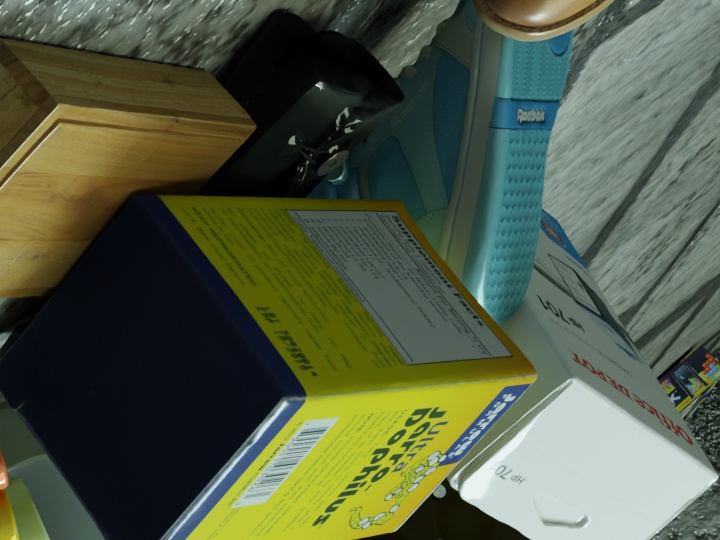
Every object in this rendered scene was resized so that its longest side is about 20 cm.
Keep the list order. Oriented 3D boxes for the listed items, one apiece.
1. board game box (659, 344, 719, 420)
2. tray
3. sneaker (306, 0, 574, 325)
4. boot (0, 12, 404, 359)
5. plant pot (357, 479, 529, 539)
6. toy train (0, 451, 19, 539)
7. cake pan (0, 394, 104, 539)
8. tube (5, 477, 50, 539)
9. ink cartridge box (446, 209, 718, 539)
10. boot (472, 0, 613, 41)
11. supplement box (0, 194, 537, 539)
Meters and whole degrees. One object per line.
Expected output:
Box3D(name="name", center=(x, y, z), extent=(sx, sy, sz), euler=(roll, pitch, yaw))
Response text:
Box3D(name="board game box", center=(0.415, 0.202, 3.548), extent=(0.165, 0.057, 0.200), euler=(-37, 167, -19))
Box3D(name="tray", center=(-0.114, -0.034, 0.960), extent=(0.099, 0.037, 0.200), euler=(-46, 169, 13))
Box3D(name="sneaker", center=(0.024, -0.081, 1.186), extent=(0.079, 0.130, 0.202), euler=(12, 89, -62))
Box3D(name="boot", center=(-0.057, -0.024, 1.142), extent=(0.200, 0.066, 0.165), euler=(-51, 169, 15))
Box3D(name="plant pot", center=(0.074, 0.233, 2.198), extent=(0.196, 0.194, 0.200), euler=(-46, 174, 15))
Box3D(name="toy train", center=(-0.221, 0.141, 1.017), extent=(0.150, 0.056, 0.200), euler=(22, 114, -37))
Box3D(name="cake pan", center=(-0.186, 0.144, 1.201), extent=(0.200, 0.037, 0.201), euler=(-34, 147, -26))
Box3D(name="tube", center=(-0.228, 0.152, 1.091), extent=(0.199, 0.058, 0.052), euler=(-25, -179, -12))
Box3D(name="ink cartridge box", center=(0.075, 0.037, 1.277), extent=(0.086, 0.200, 0.146), euler=(-42, 138, 13))
Box3D(name="boot", center=(0.118, -0.195, 1.066), extent=(0.200, 0.077, 0.155), euler=(-44, 170, -6))
Box3D(name="supplement box", center=(-0.036, 0.045, 1.061), extent=(0.110, 0.109, 0.200), euler=(-49, 156, 24))
